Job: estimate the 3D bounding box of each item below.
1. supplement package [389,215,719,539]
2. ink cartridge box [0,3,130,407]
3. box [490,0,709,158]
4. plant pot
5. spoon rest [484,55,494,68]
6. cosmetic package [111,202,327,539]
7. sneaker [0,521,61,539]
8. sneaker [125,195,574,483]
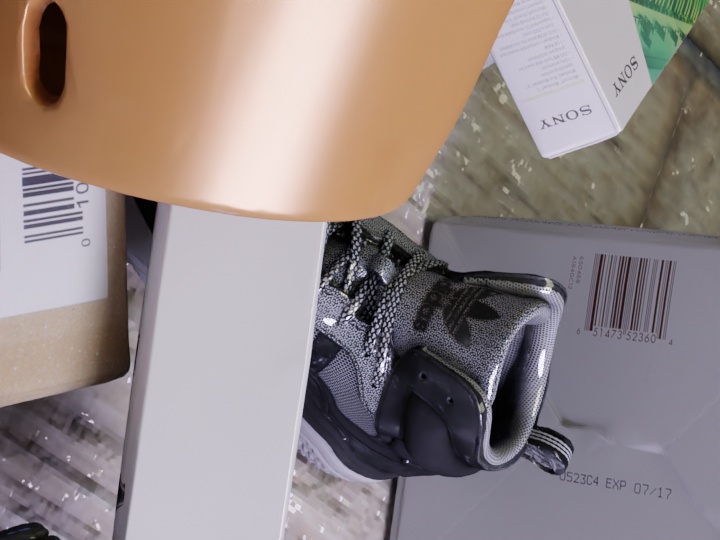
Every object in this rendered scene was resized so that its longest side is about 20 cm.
[{"bbox_3d":[0.150,0.068,1.088,0.200,0.191,0.147,10,88,-49],"label":"supplement package"},{"bbox_3d":[-0.148,-0.057,0.824,0.165,0.075,0.200,-12,105,-48],"label":"ink cartridge box"},{"bbox_3d":[0.057,-0.157,1.014,0.200,0.036,0.144,63,32,-18],"label":"box"},{"bbox_3d":[-0.037,-0.100,0.761,0.200,0.200,0.140,-4,114,-48],"label":"plant pot"},{"bbox_3d":[0.009,-0.114,1.019,0.200,0.061,0.099,-10,103,-61],"label":"spoon rest"},{"bbox_3d":[-0.041,0.016,0.883,0.051,0.083,0.200,8,88,-6],"label":"cosmetic package"},{"bbox_3d":[-0.140,0.098,0.797,0.200,0.112,0.073,30,36,-62],"label":"sneaker"},{"bbox_3d":[0.000,0.000,0.967,0.076,0.114,0.200,-58,132,-27],"label":"sneaker"}]
